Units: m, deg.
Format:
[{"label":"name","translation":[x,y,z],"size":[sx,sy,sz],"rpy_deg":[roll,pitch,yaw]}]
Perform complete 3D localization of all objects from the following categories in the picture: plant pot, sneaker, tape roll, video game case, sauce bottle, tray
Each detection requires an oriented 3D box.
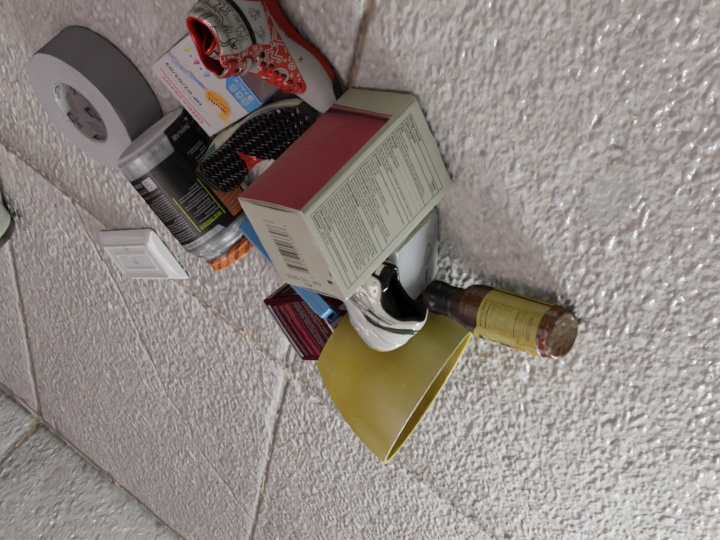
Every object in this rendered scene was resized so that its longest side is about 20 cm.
[{"label":"plant pot","translation":[0.030,0.119,1.718],"size":[0.141,0.200,0.200],"rpy_deg":[33,152,9]},{"label":"sneaker","translation":[-0.120,-0.172,1.645],"size":[0.070,0.094,0.199],"rpy_deg":[38,137,-23]},{"label":"tape roll","translation":[-0.370,-0.239,1.906],"size":[0.200,0.066,0.201],"rpy_deg":[33,152,20]},{"label":"sneaker","translation":[0.000,0.000,1.575],"size":[0.200,0.076,0.087],"rpy_deg":[46,136,-13]},{"label":"sneaker","translation":[-0.110,-0.230,1.512],"size":[0.067,0.108,0.202],"rpy_deg":[-4,128,55]},{"label":"video game case","translation":[-0.083,0.003,1.658],"size":[0.143,0.018,0.200],"rpy_deg":[48,179,4]},{"label":"sauce bottle","translation":[0.160,0.052,1.607],"size":[0.199,0.066,0.066],"rpy_deg":[18,145,44]},{"label":"tray","translation":[-0.368,-0.021,2.272],"size":[0.199,0.022,0.108],"rpy_deg":[0,130,54]}]

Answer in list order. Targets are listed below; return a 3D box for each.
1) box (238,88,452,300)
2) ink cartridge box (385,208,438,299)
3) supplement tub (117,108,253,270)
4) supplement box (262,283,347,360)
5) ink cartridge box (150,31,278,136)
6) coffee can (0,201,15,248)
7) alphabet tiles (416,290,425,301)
[{"label":"box","translation":[-0.014,-0.086,1.486],"size":[0.108,0.200,0.128],"rpy_deg":[14,141,44]},{"label":"ink cartridge box","translation":[-0.009,-0.052,1.661],"size":[0.199,0.083,0.147],"rpy_deg":[30,151,22]},{"label":"supplement tub","translation":[-0.221,-0.105,1.834],"size":[0.200,0.123,0.122],"rpy_deg":[52,152,-16]},{"label":"supplement box","translation":[-0.057,0.065,1.882],"size":[0.109,0.061,0.200],"rpy_deg":[57,161,-10]},{"label":"ink cartridge box","translation":[-0.174,-0.235,1.638],"size":[0.115,0.068,0.200],"rpy_deg":[49,153,-12]},{"label":"coffee can","translation":[-0.743,-0.128,2.492],"size":[0.146,0.146,0.201],"rpy_deg":[15,142,43]},{"label":"alphabet tiles","translation":[0.017,0.015,1.810],"size":[0.199,0.008,0.168],"rpy_deg":[30,150,26]}]
